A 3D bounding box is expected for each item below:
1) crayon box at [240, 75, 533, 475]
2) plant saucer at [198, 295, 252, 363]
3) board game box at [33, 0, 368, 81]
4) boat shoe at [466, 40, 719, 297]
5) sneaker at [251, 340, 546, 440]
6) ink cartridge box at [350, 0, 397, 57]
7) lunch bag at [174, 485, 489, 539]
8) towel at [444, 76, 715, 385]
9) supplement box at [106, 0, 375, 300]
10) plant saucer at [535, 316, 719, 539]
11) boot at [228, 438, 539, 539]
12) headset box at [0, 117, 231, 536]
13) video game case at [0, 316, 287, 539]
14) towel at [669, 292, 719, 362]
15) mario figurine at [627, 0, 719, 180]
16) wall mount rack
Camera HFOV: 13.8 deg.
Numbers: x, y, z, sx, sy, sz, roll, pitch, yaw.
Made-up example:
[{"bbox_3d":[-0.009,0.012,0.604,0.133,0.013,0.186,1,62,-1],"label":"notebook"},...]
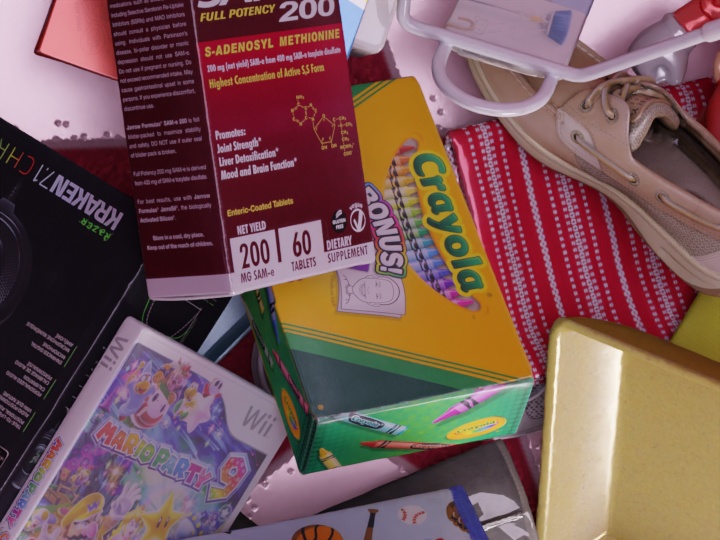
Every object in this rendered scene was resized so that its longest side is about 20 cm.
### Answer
[{"bbox_3d":[0.000,0.000,1.541,0.118,0.058,0.200,-10,58,-17],"label":"crayon box"},{"bbox_3d":[-0.118,0.041,1.604,0.200,0.019,0.070,-45,98,-4],"label":"plant saucer"},{"bbox_3d":[-0.061,-0.179,1.507,0.153,0.040,0.200,18,91,-9],"label":"board game box"},{"bbox_3d":[0.140,-0.074,1.551,0.200,0.065,0.072,45,55,13],"label":"boat shoe"},{"bbox_3d":[0.044,0.058,1.596,0.199,0.082,0.075,-2,93,-9],"label":"sneaker"},{"bbox_3d":[-0.063,-0.213,1.568,0.200,0.086,0.148,20,90,-8],"label":"ink cartridge box"},{"bbox_3d":[-0.009,0.232,1.537,0.170,0.124,0.200,-7,128,-13],"label":"lunch bag"},{"bbox_3d":[0.147,-0.023,1.605,0.200,0.022,0.145,-12,90,-27],"label":"towel"},{"bbox_3d":[-0.060,-0.093,1.435,0.109,0.061,0.201,-14,97,-48],"label":"supplement box"},{"bbox_3d":[0.192,0.122,1.562,0.200,0.200,0.048,23,45,24],"label":"plant saucer"},{"bbox_3d":[-0.012,0.134,1.596,0.200,0.073,0.182,-20,110,-1],"label":"boot"},{"bbox_3d":[-0.190,0.035,1.514,0.174,0.093,0.200,32,88,29],"label":"headset box"},{"bbox_3d":[-0.124,0.133,1.490,0.200,0.018,0.143,-59,142,-1],"label":"video game case"},{"bbox_3d":[0.234,0.004,1.625,0.086,0.018,0.200,37,71,-12],"label":"towel"},{"bbox_3d":[0.219,-0.132,1.615,0.123,0.106,0.200,2,66,25],"label":"mario figurine"},{"bbox_3d":[0.117,-0.153,1.537,0.173,0.200,0.075,16,131,7],"label":"wall mount rack"}]
